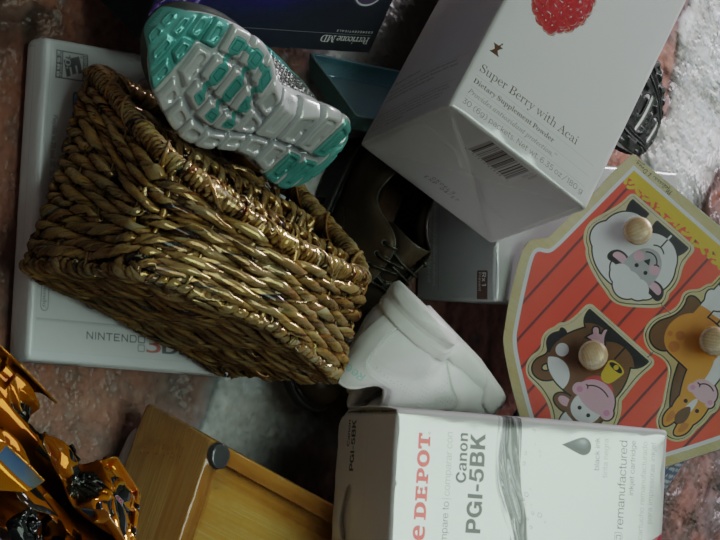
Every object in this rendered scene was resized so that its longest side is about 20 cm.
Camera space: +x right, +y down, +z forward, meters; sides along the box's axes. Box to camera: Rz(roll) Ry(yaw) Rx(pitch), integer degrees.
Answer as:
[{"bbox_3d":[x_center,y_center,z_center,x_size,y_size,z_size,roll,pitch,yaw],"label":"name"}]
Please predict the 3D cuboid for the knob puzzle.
[{"bbox_3d":[0.185,0.048,1.777,0.030,0.219,0.220,70,27,-81],"label":"knob puzzle"}]

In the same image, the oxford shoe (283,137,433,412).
[{"bbox_3d":[0.000,0.000,1.758,0.073,0.084,0.200,30,70,-41],"label":"oxford shoe"}]

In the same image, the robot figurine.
[{"bbox_3d":[-0.198,0.111,1.539,0.200,0.058,0.145,48,17,-21],"label":"robot figurine"}]

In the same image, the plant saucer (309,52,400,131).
[{"bbox_3d":[0.049,-0.111,1.826,0.200,0.070,0.019,6,127,-43],"label":"plant saucer"}]

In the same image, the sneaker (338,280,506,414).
[{"bbox_3d":[0.032,0.071,1.752,0.088,0.075,0.200,-45,153,1],"label":"sneaker"}]

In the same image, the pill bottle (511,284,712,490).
[{"bbox_3d":[0.181,0.101,1.850,0.120,0.120,0.200,28,99,-40],"label":"pill bottle"}]

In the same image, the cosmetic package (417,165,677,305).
[{"bbox_3d":[0.137,-0.025,1.889,0.200,0.090,0.107,5,86,-41],"label":"cosmetic package"}]

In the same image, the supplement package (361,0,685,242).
[{"bbox_3d":[0.114,-0.141,1.744,0.121,0.120,0.200,36,64,-18],"label":"supplement package"}]

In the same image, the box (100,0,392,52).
[{"bbox_3d":[-0.059,-0.219,1.667,0.200,0.079,0.141,-2,129,-43],"label":"box"}]

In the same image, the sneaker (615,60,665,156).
[{"bbox_3d":[0.148,-0.157,1.897,0.200,0.079,0.074,42,66,-28],"label":"sneaker"}]

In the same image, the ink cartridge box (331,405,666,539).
[{"bbox_3d":[0.089,0.166,1.684,0.200,0.083,0.147,5,85,-24],"label":"ink cartridge box"}]

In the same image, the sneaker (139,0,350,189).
[{"bbox_3d":[-0.087,-0.118,1.596,0.078,0.091,0.200,-44,148,3],"label":"sneaker"}]

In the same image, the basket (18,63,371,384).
[{"bbox_3d":[-0.082,-0.030,1.606,0.200,0.143,0.149,31,70,-40],"label":"basket"}]

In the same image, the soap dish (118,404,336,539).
[{"bbox_3d":[-0.080,0.196,1.678,0.200,0.081,0.157,32,68,-37],"label":"soap dish"}]

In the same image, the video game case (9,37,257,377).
[{"bbox_3d":[-0.140,-0.037,1.665,0.182,0.024,0.200,7,84,-44],"label":"video game case"}]
